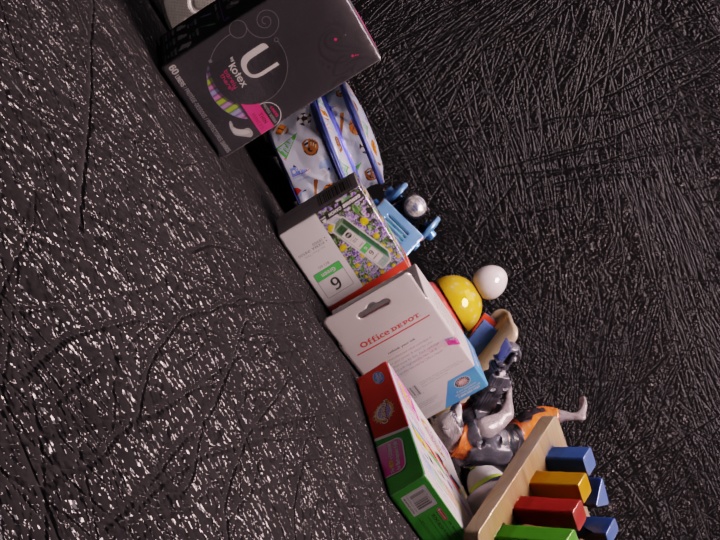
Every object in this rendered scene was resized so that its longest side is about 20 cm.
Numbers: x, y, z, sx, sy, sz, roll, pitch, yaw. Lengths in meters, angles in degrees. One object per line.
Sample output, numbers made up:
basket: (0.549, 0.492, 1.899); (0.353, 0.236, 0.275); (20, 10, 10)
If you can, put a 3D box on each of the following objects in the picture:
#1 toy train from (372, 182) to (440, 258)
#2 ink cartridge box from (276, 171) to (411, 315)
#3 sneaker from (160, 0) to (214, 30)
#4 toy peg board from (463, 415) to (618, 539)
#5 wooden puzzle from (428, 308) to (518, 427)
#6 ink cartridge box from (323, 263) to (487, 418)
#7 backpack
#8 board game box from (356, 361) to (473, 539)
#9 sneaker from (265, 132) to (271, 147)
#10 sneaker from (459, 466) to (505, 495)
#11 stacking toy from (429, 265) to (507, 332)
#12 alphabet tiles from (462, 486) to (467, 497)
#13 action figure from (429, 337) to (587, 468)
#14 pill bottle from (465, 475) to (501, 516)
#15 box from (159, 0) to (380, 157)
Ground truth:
toy train: (0.023, -0.035, 1.444); (0.087, 0.114, 0.200); (45, -24, -1)
ink cartridge box: (0.000, 0.000, 1.314); (0.201, 0.108, 0.050); (57, 6, -25)
sneaker: (-0.186, -0.279, 1.377); (0.201, 0.070, 0.080); (59, -10, -30)
toy peg board: (0.215, 0.286, 1.155); (0.199, 0.097, 0.202); (-43, 120, -46)
wooden puzzle: (0.151, 0.132, 1.647); (0.046, 0.186, 0.200); (38, 6, -2)
ink cartridge box: (0.047, 0.075, 1.288); (0.201, 0.114, 0.068); (54, 12, -35)
backpack: (-0.050, -0.146, 1.468); (0.201, 0.153, 0.191); (59, 15, -25)
board game box: (0.064, 0.208, 1.176); (0.154, 0.040, 0.201); (57, 7, -28)
sneaker: (-0.085, -0.169, 1.620); (0.091, 0.077, 0.202); (40, -22, 60)
sneaker: (0.177, 0.287, 1.543); (0.083, 0.071, 0.200); (59, -1, 27)
stacking toy: (0.128, 0.057, 1.664); (0.147, 0.199, 0.146); (58, 7, -11)
alphabet tiles: (0.086, 0.217, 1.442); (0.201, 0.014, 0.196); (62, 6, 18)
action figure: (0.180, 0.185, 1.367); (0.105, 0.191, 0.202); (-101, -160, -49)
pill bottle: (0.174, 0.295, 1.327); (0.112, 0.110, 0.200); (60, 6, 11)
box: (-0.097, -0.233, 1.197); (0.123, 0.199, 0.106); (55, 7, -30)
